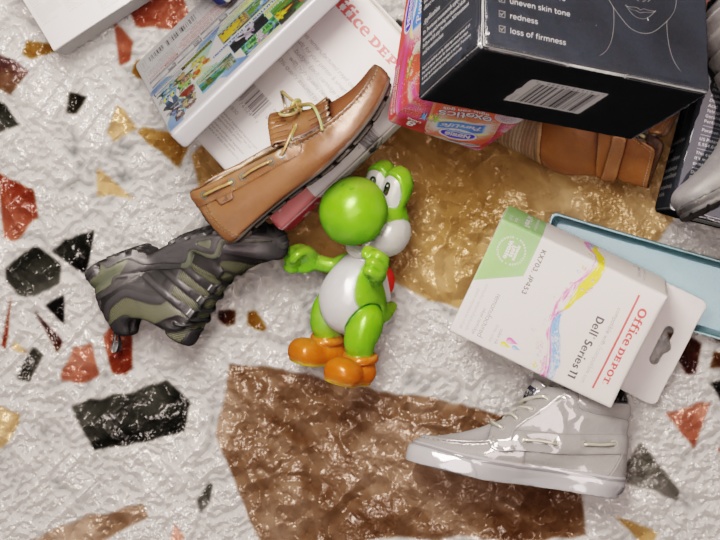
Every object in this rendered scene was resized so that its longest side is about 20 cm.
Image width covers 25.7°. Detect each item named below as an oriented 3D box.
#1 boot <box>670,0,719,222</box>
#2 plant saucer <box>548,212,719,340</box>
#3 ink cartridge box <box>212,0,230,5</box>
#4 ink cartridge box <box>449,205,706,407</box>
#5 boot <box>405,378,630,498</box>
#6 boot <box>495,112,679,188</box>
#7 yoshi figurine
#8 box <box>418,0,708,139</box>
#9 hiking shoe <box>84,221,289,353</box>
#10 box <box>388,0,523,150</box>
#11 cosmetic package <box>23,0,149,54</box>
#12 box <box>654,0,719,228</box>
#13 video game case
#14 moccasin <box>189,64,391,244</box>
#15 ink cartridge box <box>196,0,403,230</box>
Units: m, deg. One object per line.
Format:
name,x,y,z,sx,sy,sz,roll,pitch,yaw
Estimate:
boot,0.297,-0.141,1.257,0.200,0.070,0.132,-39,84,-5
plant saucer,0.260,0.007,1.432,0.200,0.019,0.070,16,93,7
ink cartridge box,-0.143,-0.371,1.389,0.196,0.043,0.200,35,82,-19
ink cartridge box,0.195,0.040,1.399,0.200,0.067,0.117,25,105,4
boot,0.145,0.145,1.428,0.199,0.074,0.096,9,86,-2
boot,0.211,-0.179,1.388,0.155,0.077,0.200,20,99,18
yoshi figurine,-0.014,-0.003,1.405,0.112,0.112,0.201,15,99,-1
box,0.159,-0.227,1.247,0.199,0.124,0.197,9,74,-20
hiking shoe,-0.150,0.014,1.454,0.200,0.076,0.101,-14,98,19
box,0.095,-0.217,1.342,0.095,0.100,0.201,15,70,-18
cosmetic package,-0.216,-0.288,1.459,0.200,0.051,0.083,-31,91,6
box,0.333,-0.134,1.354,0.107,0.148,0.201,14,93,5
video game case,-0.107,-0.214,1.396,0.200,0.182,0.022,-42,121,5
moccasin,-0.059,-0.111,1.358,0.201,0.074,0.078,-37,99,16
ink cartridge box,-0.042,-0.156,1.427,0.200,0.083,0.147,-42,88,6
